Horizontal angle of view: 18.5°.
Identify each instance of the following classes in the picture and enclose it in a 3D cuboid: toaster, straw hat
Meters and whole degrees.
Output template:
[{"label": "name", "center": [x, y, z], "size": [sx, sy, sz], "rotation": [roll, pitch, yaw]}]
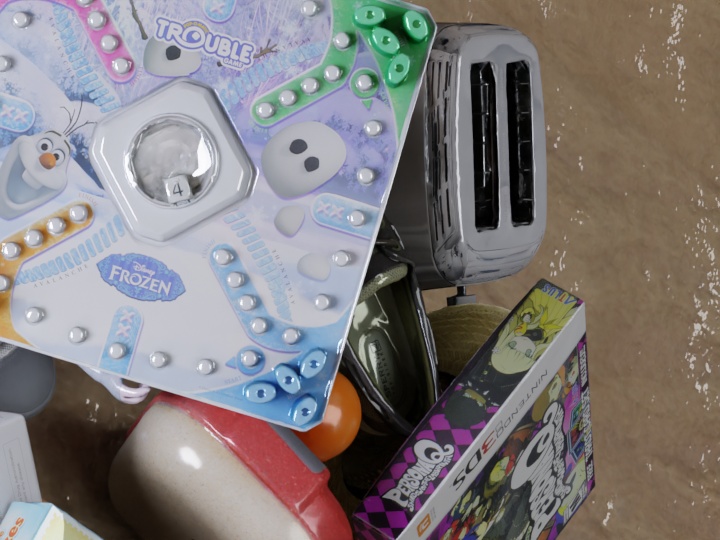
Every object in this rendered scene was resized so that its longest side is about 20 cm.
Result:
[{"label": "toaster", "center": [0.036, -0.076, 1.327], "size": [0.113, 0.128, 0.202], "rotation": [-6, 96, -50]}, {"label": "straw hat", "center": [0.017, 0.093, 1.339], "size": [0.200, 0.085, 0.203], "rotation": [-17, 122, -30]}]

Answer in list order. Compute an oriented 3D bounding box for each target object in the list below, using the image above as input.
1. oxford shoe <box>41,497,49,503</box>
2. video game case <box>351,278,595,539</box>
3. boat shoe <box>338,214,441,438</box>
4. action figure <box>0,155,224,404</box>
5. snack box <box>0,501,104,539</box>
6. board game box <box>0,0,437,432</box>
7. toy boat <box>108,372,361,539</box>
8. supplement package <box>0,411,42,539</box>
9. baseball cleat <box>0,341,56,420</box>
[{"label": "oxford shoe", "center": [-0.148, 0.171, 1.101], "size": [0.071, 0.071, 0.200], "rotation": [-43, 86, -12]}, {"label": "video game case", "center": [0.070, 0.129, 1.260], "size": [0.181, 0.036, 0.201], "rotation": [-49, 152, -25]}, {"label": "boat shoe", "center": [-0.001, 0.001, 1.202], "size": [0.071, 0.066, 0.202], "rotation": [-29, 111, -26]}, {"label": "action figure", "center": [-0.116, -0.024, 1.099], "size": [0.199, 0.149, 0.135], "rotation": [20, 107, -52]}, {"label": "snack box", "center": [-0.107, 0.208, 1.030], "size": [0.200, 0.037, 0.117], "rotation": [41, 61, -31]}, {"label": "board game box", "center": [-0.085, -0.049, 0.998], "size": [0.026, 0.198, 0.202], "rotation": [-140, -113, -88]}, {"label": "toy boat", "center": [-0.051, 0.104, 1.180], "size": [0.131, 0.200, 0.131], "rotation": [46, 68, 1]}, {"label": "supplement package", "center": [-0.251, 0.149, 1.003], "size": [0.199, 0.119, 0.122], "rotation": [-25, 112, -47]}, {"label": "baseball cleat", "center": [-0.200, 0.006, 1.069], "size": [0.070, 0.106, 0.201], "rotation": [-48, 122, -20]}]
